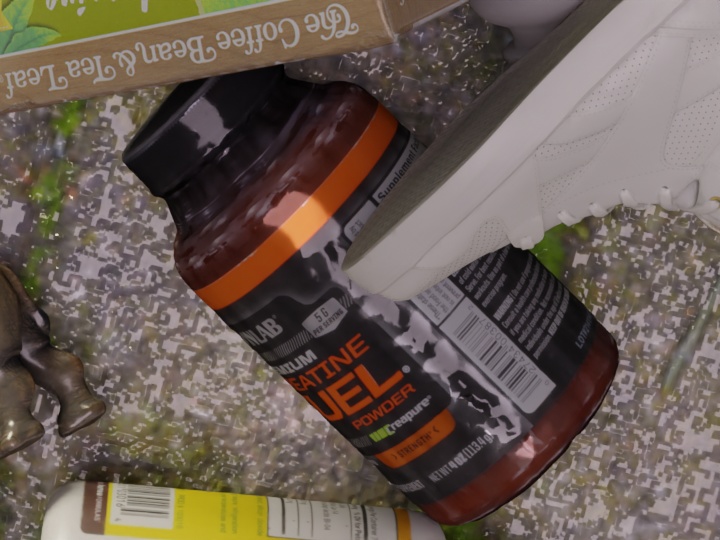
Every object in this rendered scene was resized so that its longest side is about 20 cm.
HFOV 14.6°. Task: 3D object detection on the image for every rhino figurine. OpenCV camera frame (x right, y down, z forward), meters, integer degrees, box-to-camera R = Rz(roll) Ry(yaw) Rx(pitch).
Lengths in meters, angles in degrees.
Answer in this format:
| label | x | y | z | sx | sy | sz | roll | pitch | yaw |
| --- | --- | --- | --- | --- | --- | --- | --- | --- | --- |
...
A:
| label | x | y | z | sx | sy | sz | roll | pitch | yaw |
| --- | --- | --- | --- | --- | --- | --- | --- | --- | --- |
| rhino figurine | -0.210 | 0.063 | 1.134 | 0.200 | 0.060 | 0.088 | -27 | 83 | 3 |

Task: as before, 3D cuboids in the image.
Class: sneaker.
| label | x | y | z | sx | sy | sz | roll | pitch | yaw |
| --- | --- | --- | --- | --- | --- | --- | --- | --- | --- |
| sneaker | 0.097 | -0.032 | 1.024 | 0.200 | 0.074 | 0.116 | -41 | 105 | 14 |

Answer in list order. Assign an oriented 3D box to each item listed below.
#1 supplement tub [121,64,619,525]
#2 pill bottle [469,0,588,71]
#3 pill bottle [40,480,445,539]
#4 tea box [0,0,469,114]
| label | x | y | z | sx | sy | sz | roll | pitch | yaw |
| --- | --- | --- | --- | --- | --- | --- | --- | --- | --- |
| supplement tub | 0.000 | 0.000 | 1.111 | 0.200 | 0.107 | 0.107 | 44 | 96 | -10 |
| pill bottle | 0.083 | -0.160 | 1.077 | 0.114 | 0.114 | 0.200 | -16 | 102 | 0 |
| pill bottle | -0.032 | 0.147 | 1.139 | 0.199 | 0.109 | 0.110 | 6 | 102 | -4 |
| tea box | -0.055 | -0.176 | 1.011 | 0.200 | 0.134 | 0.197 | -8 | 106 | 39 |
